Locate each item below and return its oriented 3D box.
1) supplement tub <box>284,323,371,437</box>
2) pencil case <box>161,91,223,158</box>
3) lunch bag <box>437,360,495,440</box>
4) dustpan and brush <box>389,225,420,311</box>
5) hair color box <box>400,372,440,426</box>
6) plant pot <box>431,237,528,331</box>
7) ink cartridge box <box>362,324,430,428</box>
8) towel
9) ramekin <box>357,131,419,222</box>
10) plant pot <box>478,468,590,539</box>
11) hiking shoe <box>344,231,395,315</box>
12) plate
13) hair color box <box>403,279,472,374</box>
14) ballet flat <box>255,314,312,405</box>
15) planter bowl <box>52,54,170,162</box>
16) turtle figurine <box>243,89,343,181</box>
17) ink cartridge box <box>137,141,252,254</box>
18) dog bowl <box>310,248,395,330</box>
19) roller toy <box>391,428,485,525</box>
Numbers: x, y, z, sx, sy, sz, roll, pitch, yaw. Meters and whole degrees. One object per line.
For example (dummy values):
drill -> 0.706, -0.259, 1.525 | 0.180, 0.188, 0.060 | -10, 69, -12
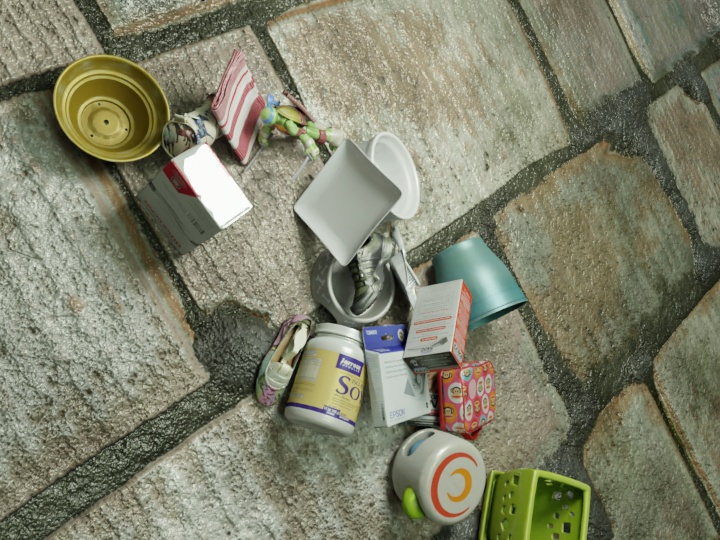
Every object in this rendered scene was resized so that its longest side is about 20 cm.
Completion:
supplement tub -> -0.059, 0.222, 1.298 | 0.145, 0.145, 0.200 | 26, 68, -25
pencil case -> -0.303, -0.286, 1.241 | 0.078, 0.090, 0.200 | 27, 35, -1
lunch bag -> 0.251, 0.301, 1.482 | 0.200, 0.082, 0.177 | 5, 80, -57
dustpan and brush -> 0.098, -0.018, 1.481 | 0.057, 0.140, 0.200 | -26, 61, 0
hair color box -> 0.132, 0.252, 1.464 | 0.099, 0.061, 0.201 | 11, 74, -30
plant pot -> 0.266, 0.031, 1.522 | 0.200, 0.200, 0.188 | -15, 75, -33
ink cartridge box -> 0.079, 0.212, 1.333 | 0.199, 0.041, 0.201 | 3, 77, -58
towel -> -0.237, -0.319, 1.279 | 0.023, 0.200, 0.144 | 12, 70, 12
ramekin -> 0.043, -0.201, 1.439 | 0.200, 0.098, 0.201 | 26, 58, -51
plant pot -> 0.396, 0.574, 1.497 | 0.200, 0.181, 0.199 | 23, 69, -26
hiking shoe -> 0.000, 0.000, 1.363 | 0.101, 0.076, 0.200 | 27, 60, -13
plate -> -0.025, -0.143, 1.337 | 0.200, 0.200, 0.032 | 49, 20, 28
hair color box -> 0.168, 0.119, 1.369 | 0.064, 0.111, 0.200 | 55, 36, -33
ballet flat -> -0.151, 0.176, 1.294 | 0.069, 0.071, 0.200 | 33, 65, -23
planter bowl -> -0.462, -0.285, 1.179 | 0.200, 0.083, 0.201 | 7, 78, -32
turtle figurine -> -0.141, -0.265, 1.354 | 0.194, 0.144, 0.201 | -5, 84, -48
ink cartridge box -> -0.309, -0.127, 1.178 | 0.083, 0.200, 0.145 | -43, 104, -35
dog bowl -> -0.010, 0.031, 1.419 | 0.200, 0.059, 0.201 | 7, 76, -31
roller toy -> 0.169, 0.447, 1.403 | 0.200, 0.140, 0.183 | 18, 82, -31
